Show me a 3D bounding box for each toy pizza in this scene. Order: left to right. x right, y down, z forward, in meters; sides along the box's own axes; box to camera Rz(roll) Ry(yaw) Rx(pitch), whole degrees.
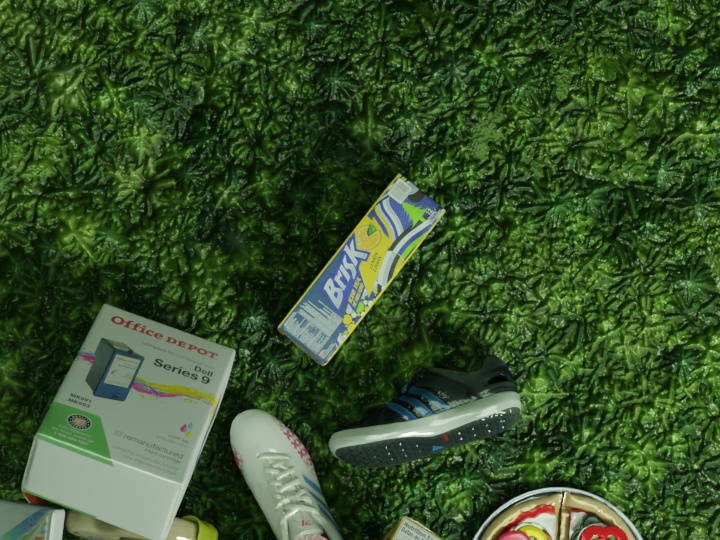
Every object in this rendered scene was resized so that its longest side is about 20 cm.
[{"bbox_3d":[0.202,0.322,1.586,0.199,0.032,0.201,0,85,-3],"label":"toy pizza"}]

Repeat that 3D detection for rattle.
[{"bbox_3d":[-0.244,0.293,1.519,0.199,0.130,0.144,9,86,0],"label":"rattle"}]

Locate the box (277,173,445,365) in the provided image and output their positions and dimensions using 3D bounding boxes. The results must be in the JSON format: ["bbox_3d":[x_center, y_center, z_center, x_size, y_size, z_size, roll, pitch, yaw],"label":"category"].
[{"bbox_3d":[0.000,0.000,1.583,0.064,0.070,0.200,39,85,0],"label":"box"}]

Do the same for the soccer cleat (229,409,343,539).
[{"bbox_3d":[-0.067,0.227,1.554,0.070,0.086,0.201,-29,87,-4],"label":"soccer cleat"}]

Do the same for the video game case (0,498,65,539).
[{"bbox_3d":[-0.379,0.321,1.524,0.181,0.022,0.201,4,84,26],"label":"video game case"}]

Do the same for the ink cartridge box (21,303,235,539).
[{"bbox_3d":[-0.218,0.141,1.497,0.145,0.200,0.088,21,126,-1],"label":"ink cartridge box"}]

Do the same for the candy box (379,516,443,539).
[{"bbox_3d":[0.005,0.345,1.500,0.056,0.117,0.200,32,61,1],"label":"candy box"}]

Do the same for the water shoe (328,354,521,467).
[{"bbox_3d":[0.062,0.143,1.587,0.199,0.072,0.079,-13,58,-2],"label":"water shoe"}]
